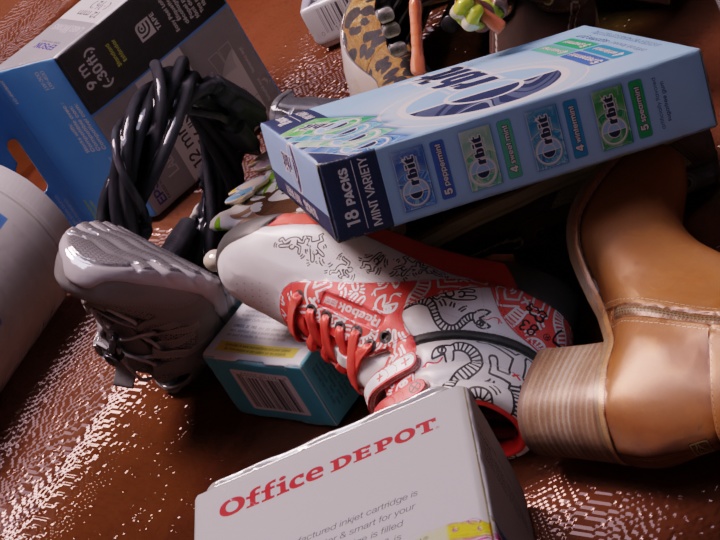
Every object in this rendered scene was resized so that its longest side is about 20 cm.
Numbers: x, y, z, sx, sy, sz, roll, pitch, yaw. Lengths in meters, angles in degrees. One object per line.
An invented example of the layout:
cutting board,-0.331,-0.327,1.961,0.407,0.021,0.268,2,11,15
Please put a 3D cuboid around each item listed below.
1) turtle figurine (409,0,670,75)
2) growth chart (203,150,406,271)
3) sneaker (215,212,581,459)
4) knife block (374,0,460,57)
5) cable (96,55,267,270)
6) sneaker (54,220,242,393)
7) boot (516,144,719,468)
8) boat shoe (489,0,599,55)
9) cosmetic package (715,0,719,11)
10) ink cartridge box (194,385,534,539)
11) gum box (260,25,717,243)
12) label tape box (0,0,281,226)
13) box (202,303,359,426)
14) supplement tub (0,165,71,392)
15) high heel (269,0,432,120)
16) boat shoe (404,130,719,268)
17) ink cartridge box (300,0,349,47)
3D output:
turtle figurine,0.099,-0.182,1.014,0.161,0.064,0.200,3,56,9
growth chart,-0.021,-0.054,1.045,0.144,0.018,0.200,-12,26,21
sneaker,0.006,0.037,0.904,0.201,0.067,0.108,12,48,12
knife block,0.051,-0.213,1.197,0.064,0.200,0.176,-9,76,20
cable,-0.122,-0.048,1.080,0.051,0.200,0.163,26,94,13
sneaker,-0.117,0.030,0.988,0.075,0.200,0.082,26,87,21
boot,0.174,0.012,0.851,0.155,0.074,0.200,-5,51,37
boat shoe,0.110,-0.186,1.088,0.070,0.070,0.200,3,85,29
cosmetic package,0.222,-0.221,1.014,0.071,0.200,0.102,-23,33,10
ink cartridge box,0.008,0.161,0.763,0.146,0.083,0.200,-24,32,12
gum box,0.060,-0.077,0.925,0.200,0.045,0.170,-18,15,-8
label tape box,-0.168,-0.117,1.251,0.200,0.143,0.066,-44,33,-22
box,0.000,0.000,1.033,0.082,0.049,0.200,4,45,43
supplement tub,-0.283,0.035,1.144,0.132,0.132,0.200,-7,39,34
high heel,0.046,-0.140,1.197,0.142,0.071,0.200,11,44,29
boat shoe,0.107,-0.032,0.970,0.201,0.066,0.072,-28,12,-1
ink cartridge box,0.055,-0.270,1.382,0.198,0.043,0.200,-20,31,17
